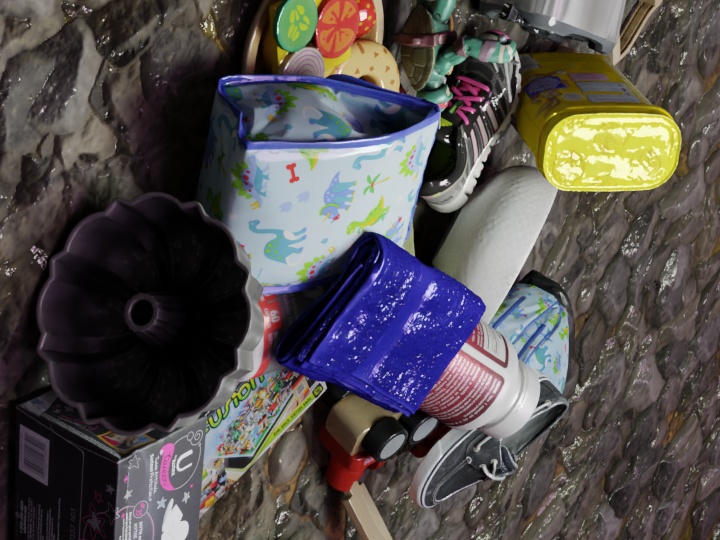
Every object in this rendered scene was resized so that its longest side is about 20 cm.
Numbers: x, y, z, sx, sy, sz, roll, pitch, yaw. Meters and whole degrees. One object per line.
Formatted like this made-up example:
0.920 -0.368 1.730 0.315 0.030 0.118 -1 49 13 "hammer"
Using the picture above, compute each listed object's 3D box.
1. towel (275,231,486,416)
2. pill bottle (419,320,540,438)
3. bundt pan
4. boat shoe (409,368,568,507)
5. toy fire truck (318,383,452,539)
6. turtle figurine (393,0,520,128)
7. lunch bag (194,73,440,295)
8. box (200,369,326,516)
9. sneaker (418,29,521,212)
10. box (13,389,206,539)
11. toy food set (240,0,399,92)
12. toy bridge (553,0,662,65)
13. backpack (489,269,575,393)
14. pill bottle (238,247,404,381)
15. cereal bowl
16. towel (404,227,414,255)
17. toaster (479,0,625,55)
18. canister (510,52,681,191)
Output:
0.027 0.058 1.501 0.148 0.050 0.200 -51 143 8 "towel"
0.088 0.095 1.678 0.200 0.113 0.113 33 82 -31 "pill bottle"
-0.166 0.040 1.354 0.203 0.201 0.076 -65 158 -1 "bundt pan"
0.142 0.196 1.770 0.200 0.068 0.072 -40 144 -5 "boat shoe"
0.035 0.203 1.806 0.176 0.129 0.201 -23 147 -38 "toy fire truck"
0.084 -0.227 1.586 0.100 0.149 0.201 -12 109 -34 "turtle figurine"
-0.038 -0.078 1.438 0.199 0.128 0.171 -1 132 -21 "lunch bag"
-0.119 0.139 1.611 0.200 0.035 0.110 -45 140 -28 "box"
0.103 -0.157 1.698 0.087 0.074 0.201 5 111 -61 "sneaker"
-0.222 0.207 1.427 0.115 0.132 0.201 -24 128 -49 "box"
-0.038 -0.194 1.509 0.198 0.048 0.201 -32 134 -39 "toy food set"
0.293 -0.274 1.926 0.200 0.027 0.067 -41 140 -31 "toy bridge"
0.172 0.118 1.906 0.199 0.153 0.164 -22 130 -37 "backpack"
-0.052 0.027 1.535 0.199 0.114 0.115 -16 123 -35 "pill bottle"
0.135 -0.030 1.774 0.201 0.083 0.200 -63 -179 3 "cereal bowl"
0.000 0.000 1.688 0.148 0.036 0.201 -40 139 -31 "towel"
0.208 -0.311 1.718 0.200 0.113 0.130 7 100 -52 "toaster"
0.236 -0.163 1.730 0.148 0.200 0.087 -1 117 -11 "canister"
